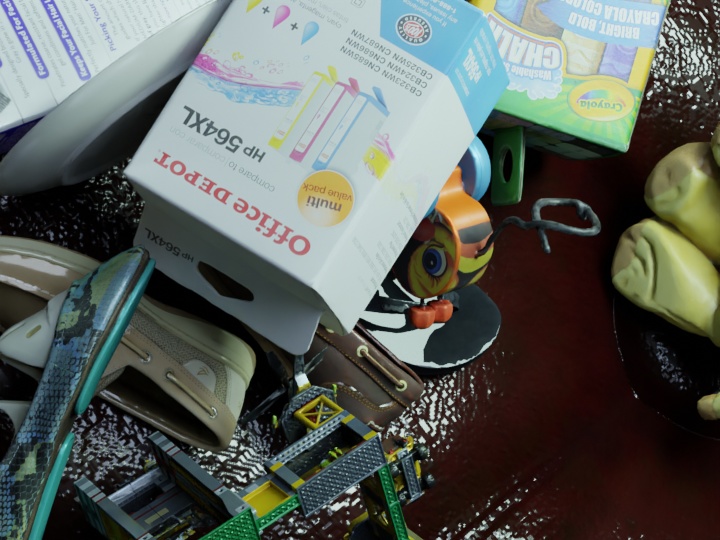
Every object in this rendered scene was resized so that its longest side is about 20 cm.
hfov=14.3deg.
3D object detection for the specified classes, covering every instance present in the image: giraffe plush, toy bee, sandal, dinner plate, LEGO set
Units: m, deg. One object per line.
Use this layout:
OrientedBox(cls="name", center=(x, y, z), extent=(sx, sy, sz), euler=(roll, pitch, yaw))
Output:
OrientedBox(cls="giraffe plush", center=(0.284, 0.005, 1.836), extent=(0.162, 0.172, 0.201), euler=(2, 57, -51))
OrientedBox(cls="toy bee", center=(0.031, -0.026, 1.674), extent=(0.130, 0.109, 0.200), euler=(1, 30, -32))
OrientedBox(cls="sandal", center=(-0.001, 0.000, 1.732), extent=(0.200, 0.043, 0.076), euler=(29, 60, -16))
OrientedBox(cls="dinner plate", center=(-0.121, -0.096, 1.609), extent=(0.200, 0.200, 0.024), euler=(-35, 85, -34))
OrientedBox(cls="LEGO set", center=(-0.067, 0.143, 1.606), extent=(0.200, 0.116, 0.154), euler=(-38, 131, -16))

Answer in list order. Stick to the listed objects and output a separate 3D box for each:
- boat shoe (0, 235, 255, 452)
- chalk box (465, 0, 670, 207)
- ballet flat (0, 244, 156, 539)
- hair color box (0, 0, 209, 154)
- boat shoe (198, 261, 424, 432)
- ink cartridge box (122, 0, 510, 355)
OrientedBox(cls="boat shoe", center=(-0.151, 0.041, 1.617), extent=(0.199, 0.071, 0.065), euler=(24, 60, -20))
OrientedBox(cls="chalk box", center=(0.106, -0.140, 1.775), extent=(0.123, 0.124, 0.201), euler=(19, 85, -13))
OrientedBox(cls="ballet flat", center=(-0.177, 0.070, 1.556), extent=(0.074, 0.074, 0.201), euler=(23, 90, -19))
OrientedBox(cls="hair color box", center=(-0.182, -0.140, 1.678), extent=(0.200, 0.065, 0.110), euler=(-23, 83, -35))
OrientedBox(cls="boat shoe", center=(-0.041, 0.010, 1.674), extent=(0.200, 0.070, 0.070), euler=(52, 14, -13))
OrientedBox(cls="ink cartridge box", center=(-0.028, -0.068, 1.567), extent=(0.128, 0.125, 0.200), euler=(30, 83, 13))
